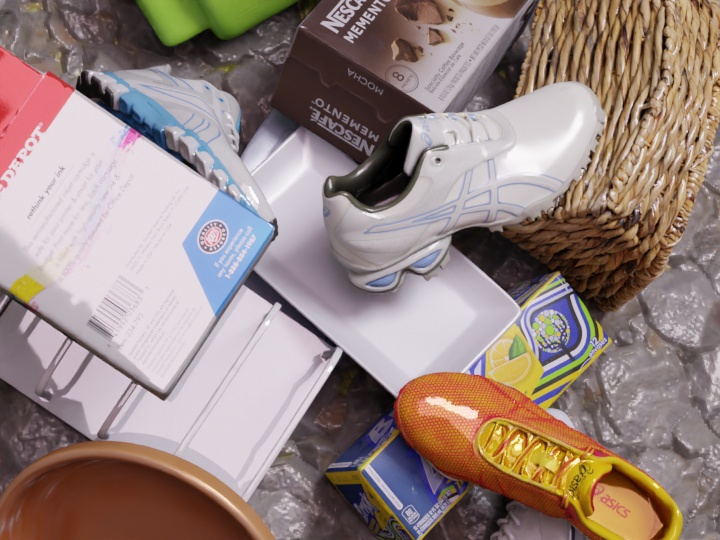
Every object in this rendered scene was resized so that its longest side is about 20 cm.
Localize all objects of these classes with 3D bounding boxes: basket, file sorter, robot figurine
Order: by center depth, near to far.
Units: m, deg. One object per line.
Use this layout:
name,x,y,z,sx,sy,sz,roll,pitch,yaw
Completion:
file sorter,-0.127,0.051,1.099,0.199,0.125,0.139,34,83,-1
basket,0.196,-0.091,1.205,0.149,0.142,0.202,33,63,-36
robot figurine,-0.070,-0.238,1.209,0.199,0.176,0.116,-31,114,-2

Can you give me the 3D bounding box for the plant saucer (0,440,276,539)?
plant saucer,-0.127,0.184,1.055,0.199,0.201,0.038,34,33,-2

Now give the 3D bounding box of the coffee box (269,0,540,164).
coffee box,0.039,-0.166,1.214,0.113,0.080,0.200,33,51,6

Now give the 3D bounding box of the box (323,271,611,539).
box,0.072,0.091,1.177,0.200,0.070,0.064,-44,100,-21

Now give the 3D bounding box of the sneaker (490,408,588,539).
sneaker,0.113,0.189,1.159,0.070,0.073,0.202,4,73,-20

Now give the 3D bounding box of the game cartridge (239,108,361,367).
game cartridge,-0.024,-0.049,1.220,0.133,0.040,0.201,33,68,-6

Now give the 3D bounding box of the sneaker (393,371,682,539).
sneaker,0.115,0.116,1.101,0.199,0.077,0.073,25,78,-6

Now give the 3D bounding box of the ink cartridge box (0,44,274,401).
ink cartridge box,-0.162,-0.029,1.007,0.199,0.067,0.117,35,81,-1

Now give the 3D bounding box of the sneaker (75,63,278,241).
sneaker,-0.104,-0.085,1.161,0.086,0.075,0.200,-22,49,-31

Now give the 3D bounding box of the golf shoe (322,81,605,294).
golf shoe,0.064,-0.068,1.108,0.199,0.097,0.078,-35,49,-5

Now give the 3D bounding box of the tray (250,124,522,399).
tray,0.000,0.000,1.165,0.200,0.022,0.107,41,67,13

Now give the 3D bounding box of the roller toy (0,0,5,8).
roller toy,-0.296,-0.257,1.138,0.198,0.183,0.141,9,67,27
